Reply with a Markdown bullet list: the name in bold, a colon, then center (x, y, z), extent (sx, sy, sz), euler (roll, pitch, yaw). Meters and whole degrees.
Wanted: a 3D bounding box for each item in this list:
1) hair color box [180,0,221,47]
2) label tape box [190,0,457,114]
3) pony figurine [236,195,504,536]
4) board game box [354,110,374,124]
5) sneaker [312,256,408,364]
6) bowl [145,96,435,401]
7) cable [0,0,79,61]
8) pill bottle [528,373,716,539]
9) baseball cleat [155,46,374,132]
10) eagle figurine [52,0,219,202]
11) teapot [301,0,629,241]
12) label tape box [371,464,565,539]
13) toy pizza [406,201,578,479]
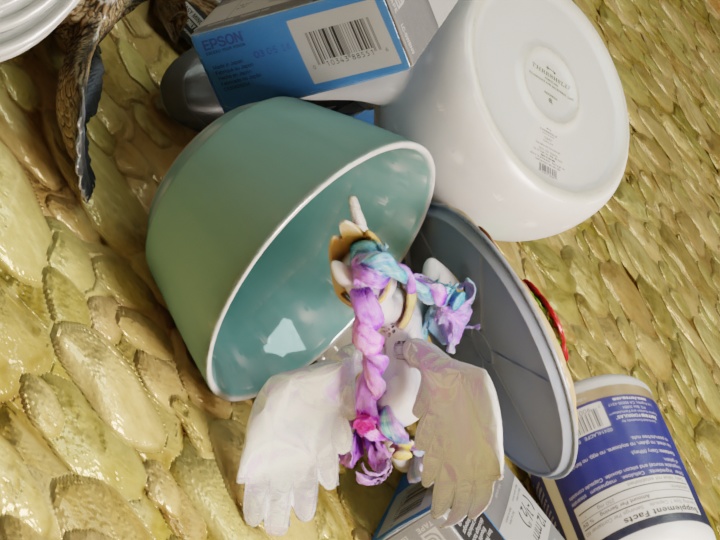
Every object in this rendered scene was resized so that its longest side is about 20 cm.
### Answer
- **hair color box**: center (-0.049, -0.234, 1.554), extent (0.099, 0.200, 0.061), euler (45, 10, -22)
- **label tape box**: center (-0.005, -0.188, 1.360), extent (0.064, 0.143, 0.200), euler (64, 33, -24)
- **pony figurine**: center (0.019, 0.069, 1.275), extent (0.200, 0.165, 0.195), euler (39, 49, -68)
- **board game box**: center (-0.026, -0.078, 1.532), extent (0.157, 0.039, 0.200), euler (14, 23, 7)
- **sneaker**: center (0.000, 0.000, 1.479), extent (0.074, 0.087, 0.201), euler (43, 23, -24)
- **bowl**: center (-0.057, -0.029, 1.299), extent (0.105, 0.201, 0.200), euler (41, 17, 20)
- **cable**: center (-0.236, -0.212, 1.172), extent (0.198, 0.202, 0.069), euler (16, -9, -11)
- **pill bottle**: center (0.203, 0.190, 1.587), extent (0.115, 0.115, 0.201), euler (27, 35, -49)
- **baseball cleat**: center (-0.047, -0.141, 1.492), extent (0.199, 0.106, 0.070), euler (-13, 90, -44)
- **eagle figurine**: center (-0.184, -0.153, 1.309), extent (0.151, 0.152, 0.200), euler (21, 48, 21)
- **teapot**: center (0.082, -0.100, 1.433), extent (0.197, 0.146, 0.201), euler (-36, 98, -47)
- **label tape box**: center (0.100, 0.217, 1.402), extent (0.200, 0.066, 0.143), euler (50, 22, -7)
- **toy pizza**: center (0.093, 0.043, 1.373), extent (0.201, 0.032, 0.201), euler (54, -19, 29)
